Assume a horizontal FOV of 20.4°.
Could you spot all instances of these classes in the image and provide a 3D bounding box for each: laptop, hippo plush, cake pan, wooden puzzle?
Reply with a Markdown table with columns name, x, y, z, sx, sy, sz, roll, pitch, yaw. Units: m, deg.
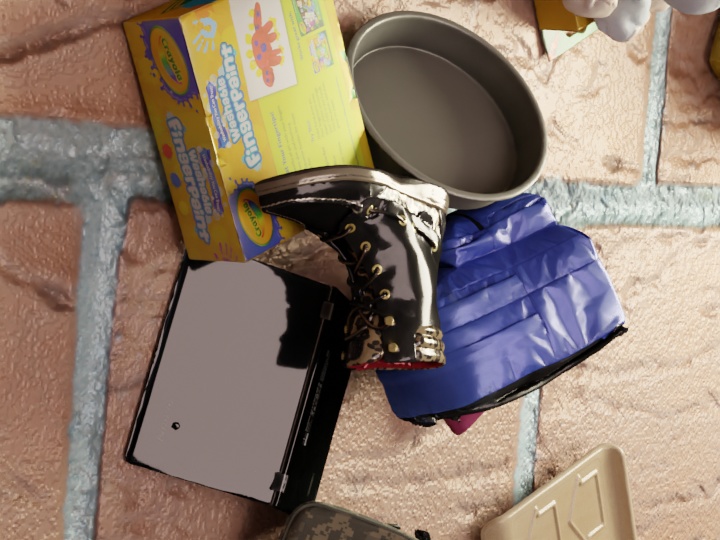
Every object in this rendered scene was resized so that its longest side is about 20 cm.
| name | x | y | z | sx | sy | sz | roll | pitch | yaw |
| --- | --- | --- | --- | --- | --- | --- | --- | --- | --- |
| laptop | -0.090 | 0.096 | 1.681 | 0.200 | 0.115 | 0.189 | 46 | 59 | -73 |
| hippo plush | 0.290 | -0.310 | 1.849 | 0.159 | 0.160 | 0.202 | -5 | 100 | -46 |
| cake pan | 0.068 | -0.134 | 1.723 | 0.199 | 0.037 | 0.202 | 18 | 49 | -22 |
| wooden puzzle | 0.196 | 0.290 | 2.004 | 0.199 | 0.046 | 0.187 | -26 | 114 | -37 |

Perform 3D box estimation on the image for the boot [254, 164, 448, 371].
| name | x | y | z | sx | sy | sz | roll | pitch | yaw |
| --- | --- | --- | --- | --- | --- | --- | --- | --- | --- |
| boot | 0.000 | 0.000 | 1.580 | 0.199 | 0.073 | 0.152 | 8 | 77 | -50 |

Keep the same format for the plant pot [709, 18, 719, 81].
| name | x | y | z | sx | sy | sz | roll | pitch | yaw |
| --- | --- | --- | --- | --- | --- | --- | --- | --- | --- |
| plant pot | 0.493 | -0.235 | 2.151 | 0.177 | 0.199 | 0.200 | -52 | 131 | -14 |

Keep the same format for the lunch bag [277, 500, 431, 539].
| name | x | y | z | sx | sy | sz | roll | pitch | yaw |
| --- | --- | --- | --- | --- | --- | --- | --- | --- | --- |
| lunch bag | -0.013 | 0.303 | 1.707 | 0.168 | 0.138 | 0.202 | 62 | 46 | -76 |

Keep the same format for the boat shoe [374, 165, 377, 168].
| name | x | y | z | sx | sy | sz | roll | pitch | yaw |
| --- | --- | --- | --- | --- | --- | --- | --- | --- | --- |
| boat shoe | 0.064 | -0.091 | 1.783 | 0.199 | 0.062 | 0.076 | -21 | 113 | -44 |

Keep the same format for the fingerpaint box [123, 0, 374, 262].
| name | x | y | z | sx | sy | sz | roll | pitch | yaw |
| --- | --- | --- | --- | --- | --- | --- | --- | --- | --- |
| fingerpaint box | -0.085 | -0.130 | 1.602 | 0.166 | 0.073 | 0.202 | -32 | 114 | -41 |

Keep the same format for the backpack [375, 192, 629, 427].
| name | x | y | z | sx | sy | sz | roll | pitch | yaw |
| --- | --- | --- | --- | --- | --- | --- | --- | --- | --- |
| backpack | 0.095 | 0.037 | 1.745 | 0.199 | 0.162 | 0.169 | -30 | 93 | -30 |

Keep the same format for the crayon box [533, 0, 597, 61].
| name | x | y | z | sx | sy | sz | roll | pitch | yaw |
| --- | --- | --- | --- | --- | --- | --- | --- | --- | --- |
| crayon box | 0.213 | -0.315 | 1.921 | 0.127 | 0.051 | 0.201 | -35 | 121 | -39 |

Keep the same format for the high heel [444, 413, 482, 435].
| name | x | y | z | sx | sy | sz | roll | pitch | yaw |
| --- | --- | --- | --- | --- | --- | --- | --- | --- | --- |
| high heel | 0.144 | 0.080 | 1.892 | 0.199 | 0.067 | 0.097 | -19 | 101 | -29 |
